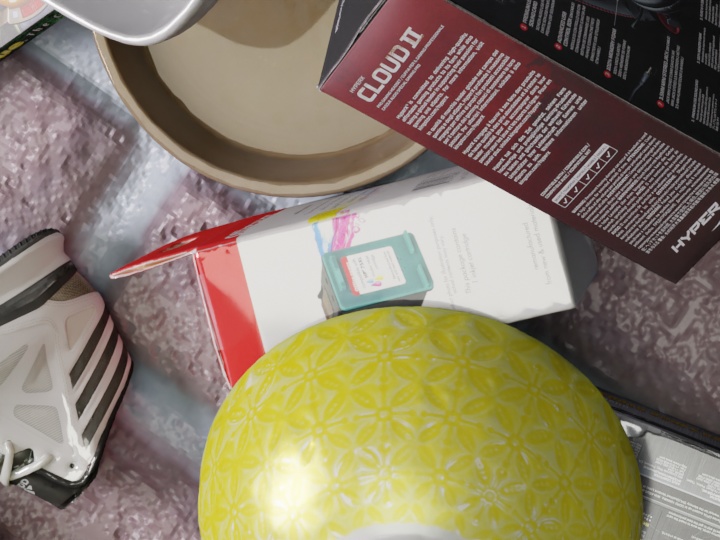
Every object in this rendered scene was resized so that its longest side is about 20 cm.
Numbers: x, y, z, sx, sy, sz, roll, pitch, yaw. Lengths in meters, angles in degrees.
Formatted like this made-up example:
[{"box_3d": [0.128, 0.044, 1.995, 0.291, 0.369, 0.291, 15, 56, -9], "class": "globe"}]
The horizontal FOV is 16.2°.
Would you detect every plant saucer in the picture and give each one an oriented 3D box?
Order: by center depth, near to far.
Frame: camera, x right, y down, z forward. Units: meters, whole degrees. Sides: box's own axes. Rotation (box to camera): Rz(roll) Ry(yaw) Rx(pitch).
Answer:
[{"box_3d": [-0.029, -0.135, 1.177, 0.199, 0.029, 0.201, 1, 96, 11], "class": "plant saucer"}]

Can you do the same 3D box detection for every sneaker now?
[{"box_3d": [-0.190, 0.079, 1.176, 0.200, 0.076, 0.116, -37, 93, -19], "class": "sneaker"}]

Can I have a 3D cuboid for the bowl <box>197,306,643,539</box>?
[{"box_3d": [0.021, 0.127, 1.072, 0.199, 0.108, 0.201, 2, 118, 5], "class": "bowl"}]

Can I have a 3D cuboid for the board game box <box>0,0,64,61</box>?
[{"box_3d": [-0.168, -0.162, 1.184, 0.200, 0.023, 0.105, -32, 78, 20], "class": "board game box"}]

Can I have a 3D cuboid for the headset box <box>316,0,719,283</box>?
[{"box_3d": [0.075, -0.107, 1.062, 0.200, 0.149, 0.075, 27, 132, -15], "class": "headset box"}]

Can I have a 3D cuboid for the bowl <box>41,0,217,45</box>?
[{"box_3d": [-0.102, -0.218, 1.095, 0.200, 0.075, 0.200, 37, 111, 15], "class": "bowl"}]

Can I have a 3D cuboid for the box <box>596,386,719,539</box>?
[{"box_3d": [0.102, 0.137, 1.170, 0.199, 0.048, 0.159, 21, 101, 8], "class": "box"}]

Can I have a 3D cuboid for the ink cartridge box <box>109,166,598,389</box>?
[{"box_3d": [0.000, 0.000, 1.140, 0.199, 0.116, 0.067, -14, 95, 13], "class": "ink cartridge box"}]
